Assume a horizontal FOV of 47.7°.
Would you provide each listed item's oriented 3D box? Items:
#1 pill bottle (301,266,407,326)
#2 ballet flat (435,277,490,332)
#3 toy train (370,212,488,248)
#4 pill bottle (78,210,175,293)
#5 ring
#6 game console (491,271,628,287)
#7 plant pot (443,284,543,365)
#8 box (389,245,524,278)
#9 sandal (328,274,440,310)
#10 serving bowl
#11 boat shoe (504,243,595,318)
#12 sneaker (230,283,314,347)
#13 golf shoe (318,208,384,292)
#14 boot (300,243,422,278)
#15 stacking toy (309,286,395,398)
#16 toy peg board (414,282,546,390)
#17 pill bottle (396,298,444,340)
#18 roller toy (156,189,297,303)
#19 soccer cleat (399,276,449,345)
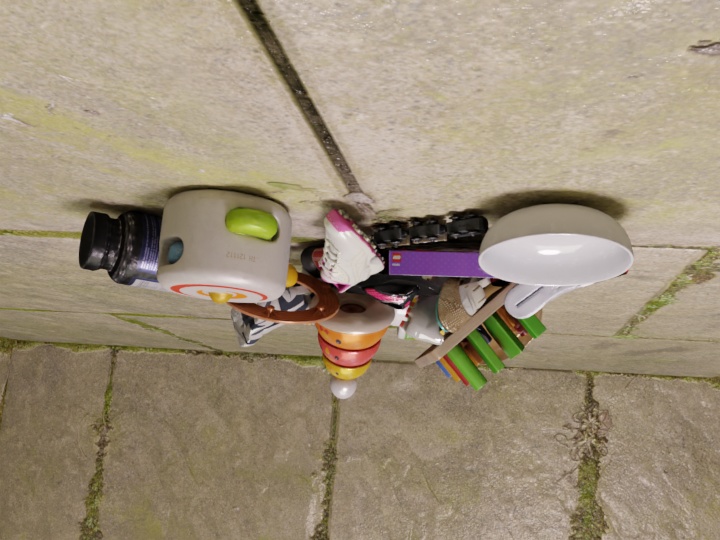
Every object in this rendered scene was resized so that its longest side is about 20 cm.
[{"bbox_3d":[-0.013,0.048,1.489,0.198,0.118,0.116,5,169,-2],"label":"pill bottle"},{"bbox_3d":[0.170,0.031,1.293,0.065,0.071,0.200,-23,-162,26],"label":"ballet flat"},{"bbox_3d":[0.096,-0.056,1.161,0.199,0.035,0.046,-6,176,41],"label":"toy train"},{"bbox_3d":[-0.318,-0.028,1.240,0.198,0.113,0.111,12,166,-31],"label":"pill bottle"},{"bbox_3d":[-0.128,0.031,1.286,0.198,0.019,0.201,11,-157,-5],"label":"ring"},{"bbox_3d":[0.329,0.003,1.388,0.175,0.031,0.200,4,169,-16],"label":"game console"},{"bbox_3d":[0.251,0.094,1.558,0.198,0.202,0.028,8,-150,-20],"label":"plant pot"},{"bbox_3d":[0.150,-0.014,1.240,0.198,0.040,0.137,2,-176,11],"label":"box"},{"bbox_3d":[0.037,0.037,1.282,0.198,0.046,0.075,0,158,32],"label":"sandal"},{"bbox_3d":[0.255,-0.040,1.068,0.198,0.067,0.200,4,161,1],"label":"serving bowl"},{"bbox_3d":[0.294,-0.004,1.192,0.199,0.072,0.071,-33,-171,29],"label":"boat shoe"},{"bbox_3d":[-0.145,0.069,1.413,0.128,0.080,0.199,-12,156,-26],"label":"sneaker"},{"bbox_3d":[-0.024,-0.021,1.175,0.091,0.075,0.200,-40,156,-2],"label":"golf shoe"},{"bbox_3d":[0.000,0.000,1.380,0.199,0.073,0.143,25,158,-40],"label":"boot"},{"bbox_3d":[-0.020,0.138,1.399,0.144,0.202,0.147,4,-153,-2],"label":"stacking toy"},{"bbox_3d":[0.208,0.121,1.389,0.199,0.098,0.199,-38,174,-10],"label":"toy peg board"},{"bbox_3d":[0.175,0.088,1.628,0.198,0.112,0.111,4,169,0],"label":"pill bottle"},{"bbox_3d":[-0.190,-0.023,1.145,0.180,0.141,0.200,2,169,11],"label":"roller toy"},{"bbox_3d":[0.130,0.055,1.343,0.077,0.200,0.070,29,129,7],"label":"soccer cleat"}]
